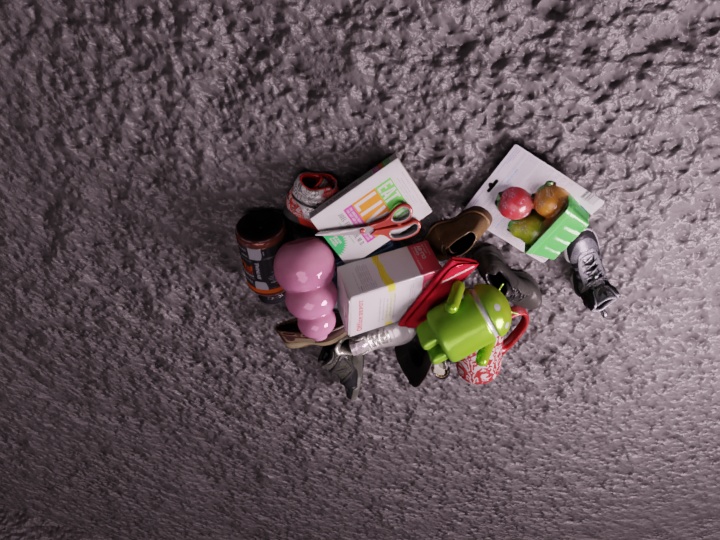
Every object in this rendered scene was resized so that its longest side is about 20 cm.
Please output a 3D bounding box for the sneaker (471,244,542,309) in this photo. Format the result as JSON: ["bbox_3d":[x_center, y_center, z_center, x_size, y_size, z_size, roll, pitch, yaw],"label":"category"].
[{"bbox_3d":[0.309,0.035,1.361,0.199,0.092,0.076,33,121,-25],"label":"sneaker"}]

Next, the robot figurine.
[{"bbox_3d":[0.211,0.103,1.294,0.198,0.116,0.177,-29,116,8],"label":"robot figurine"}]

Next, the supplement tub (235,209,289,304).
[{"bbox_3d":[-0.195,-0.020,1.368,0.105,0.108,0.202,2,134,6],"label":"supplement tub"}]

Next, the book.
[{"bbox_3d":[0.019,-0.114,1.243,0.199,0.048,0.134,-34,122,10],"label":"book"}]

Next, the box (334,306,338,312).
[{"bbox_3d":[-0.048,0.074,1.489,0.197,0.038,0.137,23,133,-15],"label":"box"}]

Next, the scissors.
[{"bbox_3d":[0.017,-0.071,1.234,0.197,0.014,0.074,-19,124,1],"label":"scissors"}]

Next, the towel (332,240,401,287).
[{"bbox_3d":[0.000,0.000,1.371,0.197,0.049,0.112,-23,130,10],"label":"towel"}]

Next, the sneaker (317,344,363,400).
[{"bbox_3d":[-0.047,0.243,1.633,0.112,0.077,0.202,5,132,5],"label":"sneaker"}]

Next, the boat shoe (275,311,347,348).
[{"bbox_3d":[-0.104,0.123,1.470,0.197,0.073,0.072,-13,133,28],"label":"boat shoe"}]

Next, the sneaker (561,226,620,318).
[{"bbox_3d":[0.459,0.006,1.286,0.074,0.115,0.201,-24,132,3],"label":"sneaker"}]

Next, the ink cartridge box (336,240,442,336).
[{"bbox_3d":[0.054,0.037,1.313,0.197,0.084,0.146,-17,146,-13],"label":"ink cartridge box"}]

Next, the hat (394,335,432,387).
[{"bbox_3d":[0.149,0.156,1.457,0.080,0.203,0.202,0,139,-23],"label":"hat"}]

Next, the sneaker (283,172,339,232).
[{"bbox_3d":[-0.047,-0.120,1.276,0.198,0.068,0.108,21,136,-9],"label":"sneaker"}]

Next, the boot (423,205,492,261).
[{"bbox_3d":[0.172,-0.055,1.280,0.073,0.076,0.200,39,147,-10],"label":"boot"}]

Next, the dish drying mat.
[{"bbox_3d":[0.153,0.049,1.302,0.076,0.018,0.201,2,137,-38],"label":"dish drying mat"}]

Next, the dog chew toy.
[{"bbox_3d":[-0.100,0.040,1.290,0.122,0.125,0.204,-9,101,16],"label":"dog chew toy"}]

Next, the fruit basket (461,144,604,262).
[{"bbox_3d":[0.320,-0.122,1.226,0.198,0.094,0.186,33,132,-2],"label":"fruit basket"}]

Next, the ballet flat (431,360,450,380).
[{"bbox_3d":[0.181,0.191,1.551,0.072,0.074,0.202,-6,133,14],"label":"ballet flat"}]

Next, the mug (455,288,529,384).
[{"bbox_3d":[0.281,0.160,1.460,0.174,0.135,0.202,7,140,18],"label":"mug"}]

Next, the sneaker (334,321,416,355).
[{"bbox_3d":[0.032,0.155,1.443,0.197,0.100,0.076,-14,110,30],"label":"sneaker"}]
